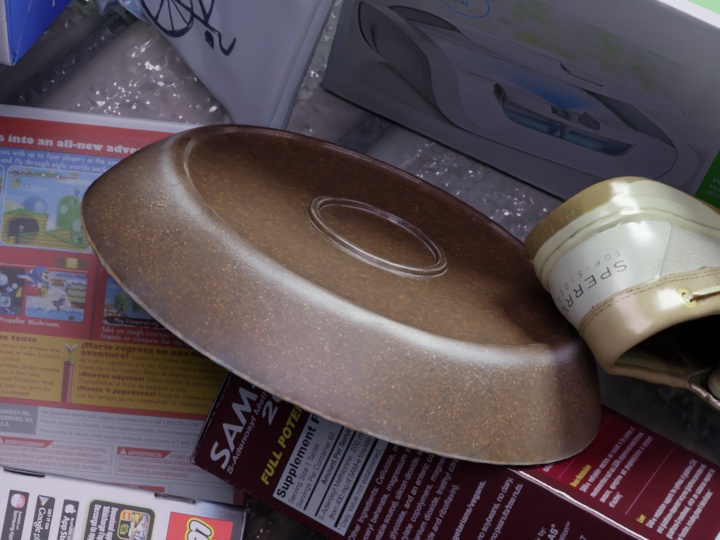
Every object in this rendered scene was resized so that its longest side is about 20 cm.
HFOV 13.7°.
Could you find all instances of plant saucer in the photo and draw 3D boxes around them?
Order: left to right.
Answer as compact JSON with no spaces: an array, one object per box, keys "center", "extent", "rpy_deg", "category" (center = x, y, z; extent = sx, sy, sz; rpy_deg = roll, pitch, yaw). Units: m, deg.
[{"center":[0.000,0.000,1.052],"extent":[0.200,0.200,0.035],"rpy_deg":[26,111,3],"category":"plant saucer"}]

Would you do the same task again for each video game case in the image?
[{"center":[-0.110,0.035,1.113],"extent":[0.143,0.017,0.200],"rpy_deg":[6,68,-4],"category":"video game case"}]

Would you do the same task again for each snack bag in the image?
[{"center":[-0.073,-0.153,1.096],"extent":[0.021,0.189,0.200],"rpy_deg":[-29,71,-31],"category":"snack bag"}]

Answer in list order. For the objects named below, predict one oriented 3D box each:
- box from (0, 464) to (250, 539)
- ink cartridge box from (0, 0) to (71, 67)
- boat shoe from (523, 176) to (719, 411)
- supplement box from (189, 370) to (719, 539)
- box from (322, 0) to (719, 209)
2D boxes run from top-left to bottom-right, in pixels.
[{"center":[-0.108,0.173,1.038],"extent":[0.110,0.035,0.200],"rpy_deg":[11,74,-3],"category":"box"},{"center":[-0.198,-0.135,1.106],"extent":[0.200,0.044,0.094],"rpy_deg":[13,39,17],"category":"ink cartridge box"},{"center":[0.140,0.022,1.079],"extent":[0.200,0.074,0.066],"rpy_deg":[10,50,-41],"category":"boat shoe"},{"center":[0.052,0.078,1.054],"extent":[0.200,0.109,0.061],"rpy_deg":[29,109,10],"category":"supplement box"},{"center":[0.102,-0.102,1.107],"extent":[0.200,0.177,0.097],"rpy_deg":[25,68,2],"category":"box"}]
